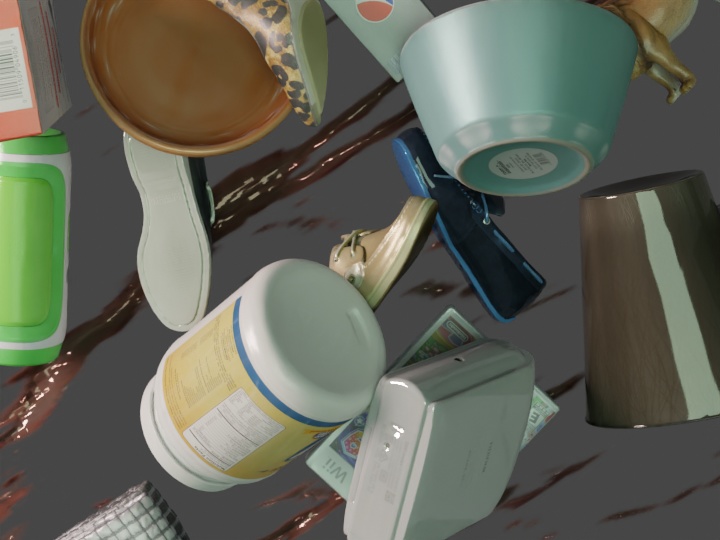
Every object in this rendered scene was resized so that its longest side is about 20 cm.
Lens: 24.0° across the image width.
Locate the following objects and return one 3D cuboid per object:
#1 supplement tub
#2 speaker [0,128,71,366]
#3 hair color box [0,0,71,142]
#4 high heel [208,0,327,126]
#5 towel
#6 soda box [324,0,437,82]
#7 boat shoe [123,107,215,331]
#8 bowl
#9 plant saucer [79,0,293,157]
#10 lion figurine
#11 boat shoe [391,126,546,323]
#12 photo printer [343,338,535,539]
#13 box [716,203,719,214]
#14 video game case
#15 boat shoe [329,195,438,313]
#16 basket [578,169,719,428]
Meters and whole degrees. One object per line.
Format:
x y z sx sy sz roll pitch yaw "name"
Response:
-0.087 0.095 1.451 0.145 0.145 0.200 45 132 -9 "supplement tub"
-0.299 -0.023 1.489 0.087 0.088 0.203 4 101 -2 "speaker"
-0.288 -0.173 1.399 0.063 0.200 0.112 -9 102 0 "hair color box"
-0.106 -0.209 1.425 0.141 0.071 0.202 -11 99 24 "high heel"
-0.233 0.312 1.559 0.199 0.086 0.166 -32 102 4 "towel"
-0.011 -0.258 1.454 0.063 0.068 0.200 -41 99 9 "soda box"
-0.160 -0.049 1.498 0.075 0.060 0.202 1 104 19 "boat shoe"
0.133 -0.131 1.393 0.198 0.201 0.106 -1 68 -1 "bowl"
-0.140 -0.190 1.448 0.198 0.037 0.203 2 75 -7 "plant saucer"
0.269 -0.229 1.474 0.122 0.072 0.200 44 83 -1 "lion figurine"
0.097 -0.050 1.504 0.068 0.084 0.201 -34 117 -2 "boat shoe"
0.077 0.150 1.462 0.069 0.199 0.168 25 112 30 "photo printer"
0.396 0.031 1.472 0.085 0.164 0.202 -25 100 4 "box"
0.066 0.151 1.564 0.143 0.018 0.200 42 98 -9 "video game case"
0.000 0.000 1.478 0.065 0.072 0.200 38 131 3 "boat shoe"
0.266 0.021 1.485 0.178 0.136 0.202 -8 98 24 "basket"
